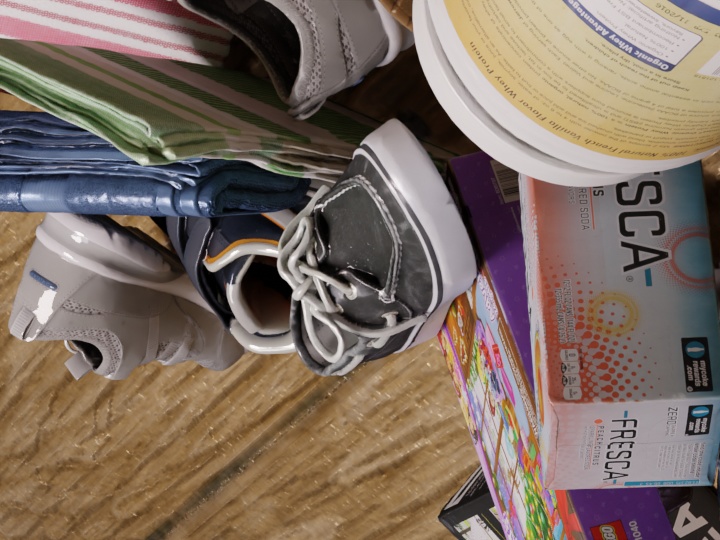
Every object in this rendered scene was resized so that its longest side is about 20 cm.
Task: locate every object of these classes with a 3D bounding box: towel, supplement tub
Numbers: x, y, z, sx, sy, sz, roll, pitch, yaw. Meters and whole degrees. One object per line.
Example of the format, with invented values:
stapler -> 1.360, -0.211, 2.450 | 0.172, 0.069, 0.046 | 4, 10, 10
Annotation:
towel -> -0.066, -0.068, 1.335 | 0.152, 0.199, 0.024 | 27, 106, 41
towel -> -0.131, -0.053, 1.448 | 0.199, 0.111, 0.049 | 2, 93, 27
towel -> -0.129, -0.132, 1.412 | 0.145, 0.030, 0.200 | 13, 151, -6
supplement tub -> 0.105, -0.119, 1.032 | 0.144, 0.144, 0.200 | 43, 154, -1

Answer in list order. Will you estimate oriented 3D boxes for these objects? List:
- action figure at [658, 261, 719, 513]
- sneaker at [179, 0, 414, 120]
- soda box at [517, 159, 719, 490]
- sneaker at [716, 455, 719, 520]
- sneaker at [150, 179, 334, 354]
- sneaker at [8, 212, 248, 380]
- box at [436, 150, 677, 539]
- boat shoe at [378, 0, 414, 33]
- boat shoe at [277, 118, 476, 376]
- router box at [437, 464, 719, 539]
action figure -> 0.122, 0.030, 1.286 | 0.200, 0.069, 0.131 | 84, 175, -54
sneaker -> -0.061, -0.152, 1.270 | 0.200, 0.082, 0.075 | 46, 153, -6
soda box -> 0.096, -0.018, 1.145 | 0.068, 0.201, 0.064 | -2, 147, 0
sneaker -> 0.218, 0.092, 1.139 | 0.201, 0.077, 0.146 | 21, 154, 26
sneaker -> -0.059, -0.013, 1.504 | 0.199, 0.079, 0.079 | 16, 145, 46
sneaker -> -0.127, 0.022, 1.594 | 0.075, 0.082, 0.200 | 34, -179, 31
box -> 0.078, 0.066, 1.282 | 0.137, 0.039, 0.201 | 92, 162, -58
boat shoe -> 0.006, -0.161, 1.214 | 0.200, 0.072, 0.072 | 37, -164, -20
boat shoe -> -0.001, -0.002, 1.289 | 0.074, 0.068, 0.199 | 59, 167, 9
router box -> 0.148, 0.162, 1.501 | 0.200, 0.051, 0.149 | 46, 152, -5
